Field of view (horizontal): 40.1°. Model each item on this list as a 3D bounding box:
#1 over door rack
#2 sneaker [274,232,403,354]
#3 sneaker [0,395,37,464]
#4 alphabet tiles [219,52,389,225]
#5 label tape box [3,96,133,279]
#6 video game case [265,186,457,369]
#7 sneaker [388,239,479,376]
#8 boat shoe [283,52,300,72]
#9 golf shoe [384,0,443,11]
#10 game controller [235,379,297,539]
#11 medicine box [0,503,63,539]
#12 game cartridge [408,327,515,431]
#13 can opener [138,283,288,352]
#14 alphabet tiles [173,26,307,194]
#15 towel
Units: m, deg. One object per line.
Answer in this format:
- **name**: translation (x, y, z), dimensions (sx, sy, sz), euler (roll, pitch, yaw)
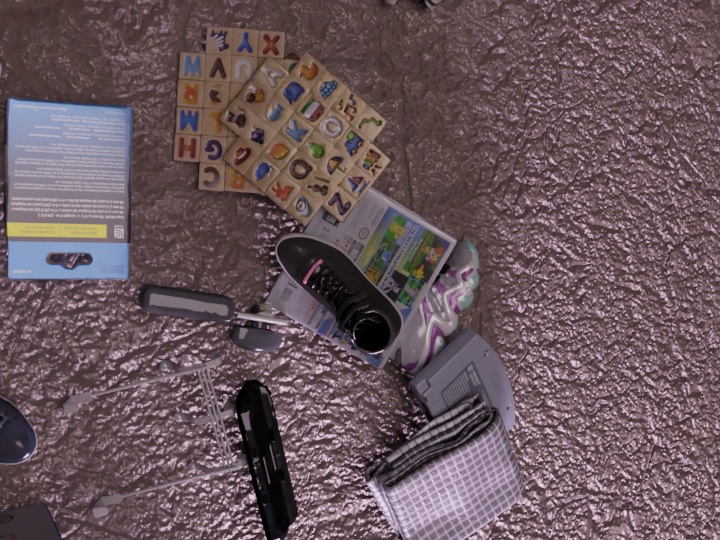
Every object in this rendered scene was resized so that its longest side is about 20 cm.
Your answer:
- **over door rack**: translation (-0.250, 0.196, 1.217), dimensions (0.197, 0.067, 0.150), euler (-16, 100, -10)
- **sneaker**: translation (-0.025, 0.028, 1.226), dimensions (0.199, 0.099, 0.071), euler (39, 101, -8)
- **sneaker**: translation (-0.434, 0.157, 1.081), dimensions (0.202, 0.146, 0.077), euler (44, 74, -22)
- **alphabet tiles**: translation (-0.069, -0.163, 1.228), dimensions (0.199, 0.006, 0.167), euler (39, 90, -4)
- **label tape box**: translation (-0.343, -0.093, 1.153), dimensions (0.142, 0.063, 0.204), euler (1, 93, -25)
- **video game case**: translation (0.000, 0.000, 1.283), dimensions (0.180, 0.022, 0.202), euler (30, 100, -8)
- **sneaker**: translation (0.076, 0.034, 1.347), dimensions (0.138, 0.077, 0.203), euler (24, 82, -25)
- **boat shoe**: translation (-0.067, -0.176, 1.279), dimensions (0.071, 0.072, 0.202), euler (-30, 104, -7)
- **golf shoe**: translation (0.112, -0.408, 1.355), dimensions (0.196, 0.078, 0.099), euler (-6, 112, -19)
- **game controller**: translation (-0.123, 0.243, 1.255), dimensions (0.041, 0.104, 0.204), euler (-10, 99, 15)
- **medicine box**: translation (-0.378, 0.389, 1.097), dimensions (0.101, 0.181, 0.204), euler (-6, 96, -24)
- **game cartridge**: translation (0.150, 0.179, 1.379), dimensions (0.133, 0.040, 0.202), euler (-38, 130, -14)
- **can opener**: translation (-0.182, 0.059, 1.242), dimensions (0.197, 0.052, 0.068), euler (15, 88, -25)
- **alphabet tiles**: translation (-0.149, -0.200, 1.236), dimensions (0.163, 0.006, 0.204), euler (4, 92, -4)
- **towel**: translation (0.119, 0.285, 1.332), dimensions (0.198, 0.086, 0.167), euler (-31, 127, -10)
